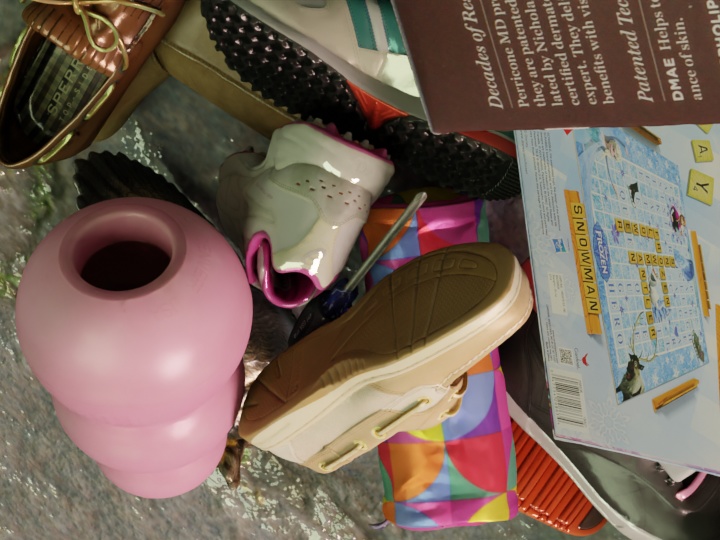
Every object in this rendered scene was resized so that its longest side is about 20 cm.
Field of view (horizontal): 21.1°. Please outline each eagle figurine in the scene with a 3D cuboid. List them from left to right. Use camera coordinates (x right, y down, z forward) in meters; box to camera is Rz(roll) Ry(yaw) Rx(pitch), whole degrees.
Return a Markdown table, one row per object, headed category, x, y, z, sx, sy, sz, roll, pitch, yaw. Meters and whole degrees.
| category | x | y | z | sx | sy | sz | roll | pitch | yaw |
| --- | --- | --- | --- | --- | --- | --- | --- | --- | --- |
| eagle figurine | -0.097 | 0.031 | 1.188 | 0.152 | 0.151 | 0.200 | 5 | 121 | 20 |

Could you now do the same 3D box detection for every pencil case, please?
| category | x | y | z | sx | sy | sz | roll | pitch | yaw |
| --- | --- | --- | --- | --- | --- | --- | --- | --- | --- |
| pencil case | 0.041 | 0.052 | 1.103 | 0.088 | 0.088 | 0.200 | -1 | 97 | 35 |

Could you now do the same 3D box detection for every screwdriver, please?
| category | x | y | z | sx | sy | sz | roll | pitch | yaw |
| --- | --- | --- | --- | --- | --- | --- | --- | --- | --- |
| screwdriver | 0.000 | 0.000 | 1.053 | 0.028 | 0.029 | 0.200 | 23 | 144 | -9 |

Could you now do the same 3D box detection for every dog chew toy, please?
| category | x | y | z | sx | sy | sz | roll | pitch | yaw |
| --- | --- | --- | --- | --- | --- | --- | --- | --- | --- |
| dog chew toy | -0.118 | 0.053 | 1.058 | 0.125 | 0.125 | 0.200 | 22 | 144 | 19 |

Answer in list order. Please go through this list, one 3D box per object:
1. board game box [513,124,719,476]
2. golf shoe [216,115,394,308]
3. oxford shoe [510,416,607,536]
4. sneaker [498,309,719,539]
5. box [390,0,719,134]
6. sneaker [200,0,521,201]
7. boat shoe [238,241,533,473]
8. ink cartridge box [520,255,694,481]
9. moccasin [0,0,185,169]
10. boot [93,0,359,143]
| category | x | y | z | sx | sy | sz | roll | pitch | yaw |
| --- | --- | --- | --- | --- | --- | --- | --- | --- | --- |
| board game box | 0.166 | 0.000 | 0.907 | 0.199 | 0.041 | 0.200 | 11 | 117 | 44 |
| golf shoe | -0.046 | -0.022 | 1.067 | 0.075 | 0.092 | 0.200 | 21 | 166 | -11 |
| oxford shoe | 0.072 | 0.090 | 1.192 | 0.200 | 0.071 | 0.073 | 41 | 166 | -5 |
| sneaker | 0.163 | 0.087 | 1.105 | 0.200 | 0.071 | 0.099 | 42 | 142 | 5 |
| box | 0.129 | -0.169 | 0.843 | 0.200 | 0.166 | 0.164 | 0 | 121 | 35 |
| sneaker | 0.015 | -0.119 | 1.022 | 0.200 | 0.093 | 0.070 | 28 | 156 | 2 |
| boat shoe | 0.023 | 0.051 | 1.028 | 0.069 | 0.074 | 0.200 | 37 | 133 | -26 |
| ink cartridge box | 0.190 | -0.009 | 0.977 | 0.146 | 0.083 | 0.200 | 52 | 139 | 11 |
| moccasin | -0.152 | -0.136 | 1.061 | 0.074 | 0.078 | 0.201 | 42 | 126 | 2 |
| boot | -0.075 | -0.100 | 1.124 | 0.200 | 0.066 | 0.175 | 30 | 137 | 9 |
